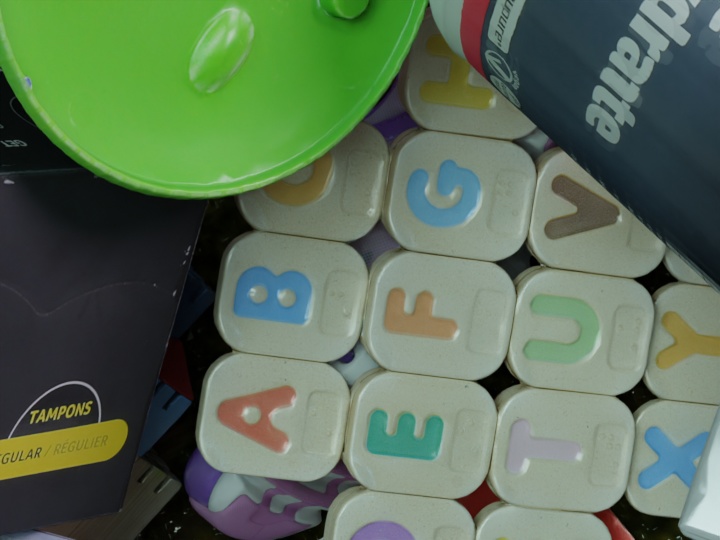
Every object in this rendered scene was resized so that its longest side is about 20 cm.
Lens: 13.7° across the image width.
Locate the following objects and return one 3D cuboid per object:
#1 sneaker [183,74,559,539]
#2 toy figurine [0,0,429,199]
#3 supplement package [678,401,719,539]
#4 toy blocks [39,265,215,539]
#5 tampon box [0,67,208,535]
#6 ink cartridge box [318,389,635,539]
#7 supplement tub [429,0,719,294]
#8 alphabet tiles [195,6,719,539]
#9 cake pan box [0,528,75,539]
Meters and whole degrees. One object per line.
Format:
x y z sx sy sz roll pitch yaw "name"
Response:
0.000 0.000 1.035 0.088 0.080 0.200 36 87 24 "sneaker"
-0.073 -0.133 0.911 0.200 0.150 0.184 -55 36 -9 "toy figurine"
0.197 0.014 0.951 0.120 0.121 0.200 19 86 19 "supplement package"
-0.115 0.027 1.038 0.137 0.100 0.200 -47 47 4 "toy blocks"
-0.174 -0.012 0.920 0.200 0.150 0.126 29 112 33 "tampon box"
0.020 0.162 1.013 0.200 0.050 0.162 -41 74 8 "ink cartridge box"
0.130 -0.061 0.847 0.200 0.140 0.140 44 94 21 "supplement tub"
0.049 0.017 0.986 0.195 0.015 0.200 8 96 -15 "alphabet tiles"
-0.145 0.157 0.983 0.200 0.052 0.184 12 129 29 "cake pan box"
